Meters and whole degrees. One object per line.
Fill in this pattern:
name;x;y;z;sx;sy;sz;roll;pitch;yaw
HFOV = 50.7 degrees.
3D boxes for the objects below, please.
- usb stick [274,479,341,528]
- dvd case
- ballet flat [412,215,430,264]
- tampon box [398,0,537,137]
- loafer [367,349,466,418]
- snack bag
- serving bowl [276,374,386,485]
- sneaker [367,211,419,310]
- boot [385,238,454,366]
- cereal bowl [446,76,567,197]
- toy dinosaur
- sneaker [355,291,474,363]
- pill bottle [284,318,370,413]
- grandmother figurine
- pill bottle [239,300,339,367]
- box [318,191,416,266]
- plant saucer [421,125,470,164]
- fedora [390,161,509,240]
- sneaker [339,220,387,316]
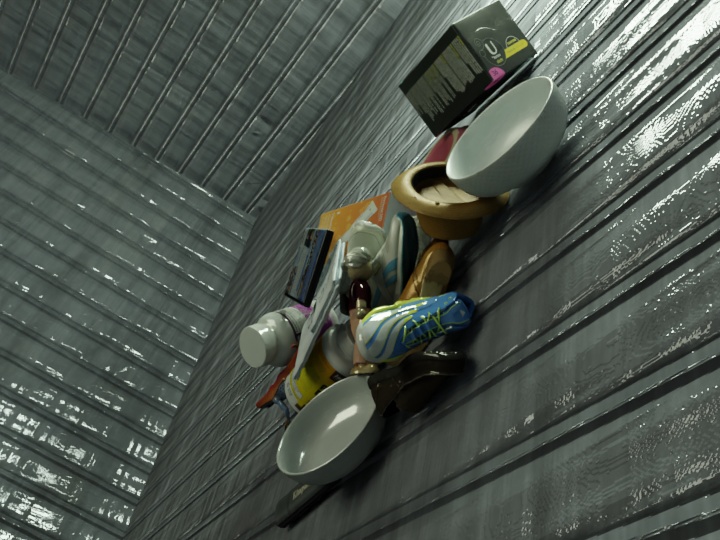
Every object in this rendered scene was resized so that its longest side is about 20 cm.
usb stick;-0.087;0.368;1.262;0.200;0.032;0.056;-48;18;38
dvd case;-0.100;-0.010;1.441;0.200;0.017;0.144;-166;93;-74
ballet flat;0.079;0.004;1.343;0.202;0.071;0.072;-64;14;8
tampon box;0.197;-0.374;1.418;0.149;0.127;0.200;-37;0;-33
loafer;0.082;0.160;1.050;0.200;0.072;0.072;-37;57;55
snack bag;-0.074;0.065;1.323;0.189;0.021;0.202;-88;21;-65
serving bowl;-0.033;0.256;1.177;0.199;0.066;0.201;-34;19;14
sneaker;0.046;-0.004;1.253;0.076;0.080;0.202;-41;-36;-54
boot;0.096;0.046;1.218;0.203;0.070;0.144;-63;2;16
cereal bowl;0.225;-0.182;1.115;0.200;0.083;0.201;-42;20;19
toy dinosaur;-0.149;0.226;1.528;0.180;0.202;0.105;-15;20;25
sneaker;0.083;0.066;1.037;0.105;0.077;0.199;-26;-4;42
pill bottle;-0.044;0.170;1.337;0.200;0.108;0.110;-50;18;36
grandmother figurine;0.002;0.063;1.215;0.121;0.060;0.203;151;117;-72
pill bottle;-0.145;0.133;1.549;0.199;0.113;0.112;-15;-25;-46
box;0.008;-0.054;1.459;0.199;0.097;0.126;-14;55;44
plant saucer;0.160;-0.195;1.451;0.201;0.050;0.201;-54;17;25
fedora;0.141;-0.104;1.209;0.201;0.198;0.083;-87;-4;-59
sneaker;0.000;0.000;1.329;0.201;0.074;0.082;102;-174;-45
